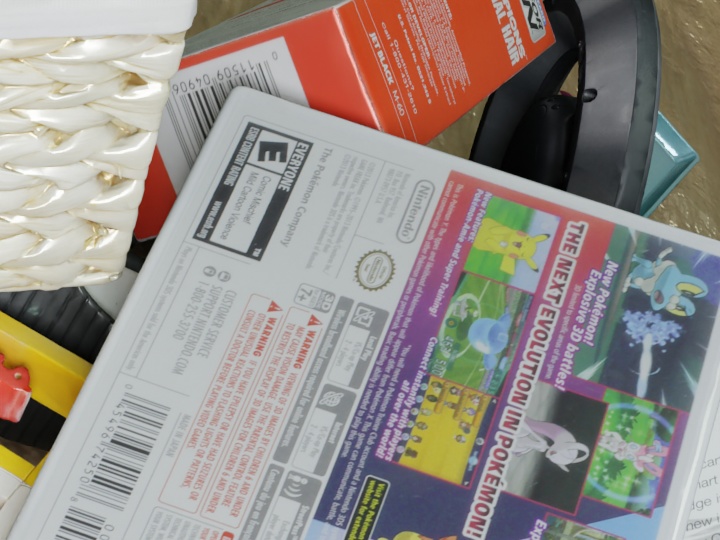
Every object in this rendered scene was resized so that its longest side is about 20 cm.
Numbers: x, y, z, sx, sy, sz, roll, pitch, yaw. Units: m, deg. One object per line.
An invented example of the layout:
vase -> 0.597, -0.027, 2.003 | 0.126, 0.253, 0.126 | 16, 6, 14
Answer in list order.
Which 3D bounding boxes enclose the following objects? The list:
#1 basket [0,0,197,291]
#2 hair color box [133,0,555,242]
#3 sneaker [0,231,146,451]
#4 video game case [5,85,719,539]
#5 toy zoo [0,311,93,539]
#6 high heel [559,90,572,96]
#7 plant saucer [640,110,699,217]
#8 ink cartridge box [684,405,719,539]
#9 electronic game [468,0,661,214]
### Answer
basket -> -0.166, -0.072, 0.599 | 0.199, 0.124, 0.136 | -3, 39, -24
hair color box -> -0.008, -0.079, 0.763 | 0.200, 0.111, 0.064 | -43, 115, -60
sneaker -> -0.095, 0.025, 0.713 | 0.200, 0.074, 0.089 | 35, 16, -14
video game case -> 0.011, 0.046, 0.591 | 0.182, 0.023, 0.200 | 18, 55, 6
toy zoo -> -0.156, 0.042, 0.604 | 0.200, 0.021, 0.131 | 30, 34, 2
high heel -> 0.118, -0.004, 0.959 | 0.096, 0.067, 0.201 | 24, 46, -20
plant saucer -> 0.134, -0.053, 1.093 | 0.070, 0.019, 0.200 | 49, 32, 1
ink cartridge box -> 0.116, 0.125, 0.688 | 0.084, 0.145, 0.200 | 73, 2, -46
electronic game -> 0.084, -0.037, 0.860 | 0.041, 0.200, 0.200 | 13, 43, -12
